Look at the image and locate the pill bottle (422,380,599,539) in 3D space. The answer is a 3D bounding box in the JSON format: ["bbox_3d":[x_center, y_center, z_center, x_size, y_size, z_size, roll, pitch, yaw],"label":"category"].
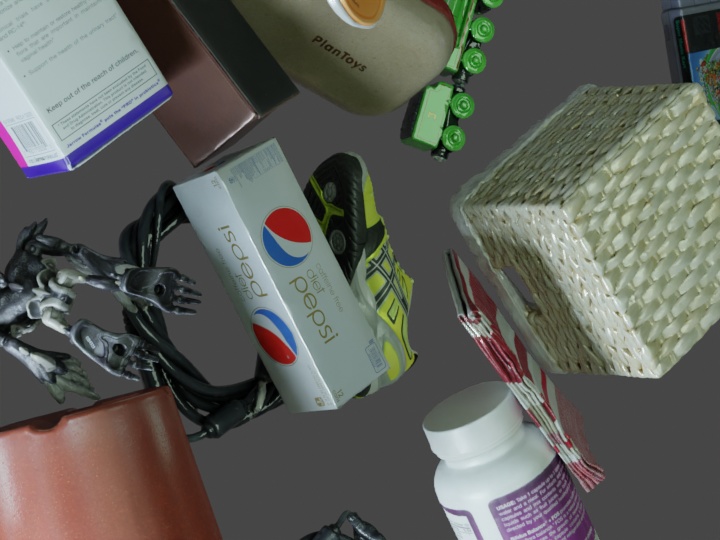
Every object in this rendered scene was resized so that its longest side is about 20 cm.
[{"bbox_3d":[0.130,0.200,1.296,0.112,0.112,0.201,-33,106,-26],"label":"pill bottle"}]

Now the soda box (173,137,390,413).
[{"bbox_3d":[-0.059,0.006,1.147,0.064,0.068,0.201,-33,102,-36],"label":"soda box"}]

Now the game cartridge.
[{"bbox_3d":[0.358,-0.193,1.479,0.129,0.038,0.201,-15,98,-34],"label":"game cartridge"}]

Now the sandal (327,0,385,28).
[{"bbox_3d":[0.014,-0.280,1.095,0.079,0.059,0.208,-6,101,-53],"label":"sandal"}]

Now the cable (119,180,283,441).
[{"bbox_3d":[-0.110,0.023,1.183,0.163,0.051,0.201,-21,100,-29],"label":"cable"}]

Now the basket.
[{"bbox_3d":[0.223,-0.036,1.326,0.200,0.161,0.199,-40,110,-22],"label":"basket"}]

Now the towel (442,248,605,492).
[{"bbox_3d":[0.138,0.080,1.294,0.023,0.144,0.200,-34,110,10],"label":"towel"}]

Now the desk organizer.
[{"bbox_3d":[-0.146,-0.185,1.153,0.200,0.077,0.072,53,32,-3],"label":"desk organizer"}]

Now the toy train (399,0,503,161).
[{"bbox_3d":[0.081,-0.193,1.312,0.056,0.042,0.201,18,81,-18],"label":"toy train"}]

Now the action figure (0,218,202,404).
[{"bbox_3d":[-0.199,0.032,1.061,0.102,0.199,0.119,39,70,-37],"label":"action figure"}]

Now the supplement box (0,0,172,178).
[{"bbox_3d":[-0.241,-0.179,1.085,0.103,0.101,0.201,-40,109,-24],"label":"supplement box"}]

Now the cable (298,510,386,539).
[{"bbox_3d":[-0.010,0.310,1.249,0.163,0.051,0.201,-41,110,-24],"label":"cable"}]

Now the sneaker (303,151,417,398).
[{"bbox_3d":[0.000,0.000,1.252,0.076,0.075,0.201,-16,107,-40],"label":"sneaker"}]

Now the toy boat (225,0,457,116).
[{"bbox_3d":[-0.019,-0.225,1.221,0.199,0.130,0.131,28,46,-28],"label":"toy boat"}]

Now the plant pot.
[{"bbox_3d":[-0.183,0.193,1.075,0.200,0.200,0.196,-14,89,-30],"label":"plant pot"}]
